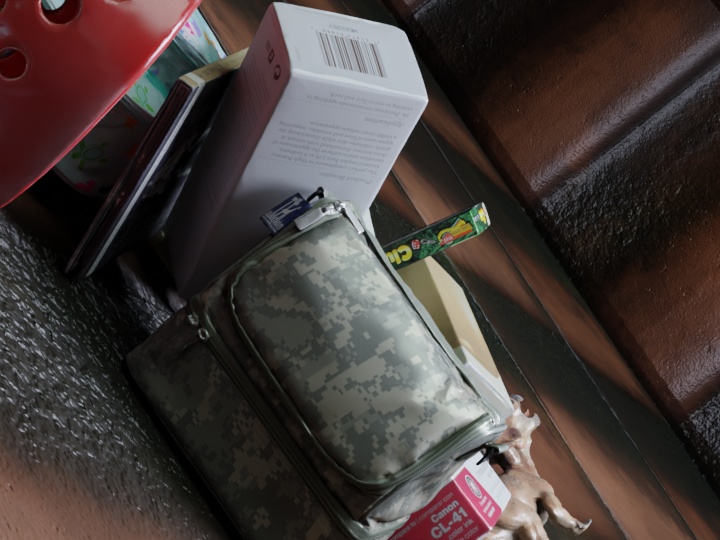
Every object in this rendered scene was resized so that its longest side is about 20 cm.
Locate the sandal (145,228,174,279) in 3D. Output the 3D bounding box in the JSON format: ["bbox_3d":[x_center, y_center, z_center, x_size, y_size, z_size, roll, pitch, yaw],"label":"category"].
[{"bbox_3d":[-0.122,-0.042,1.471,0.080,0.054,0.200,52,15,1],"label":"sandal"}]

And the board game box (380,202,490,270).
[{"bbox_3d":[0.000,0.000,1.471,0.024,0.199,0.105,65,11,-4],"label":"board game box"}]

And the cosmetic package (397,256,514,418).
[{"bbox_3d":[0.053,0.076,1.709,0.071,0.105,0.200,46,11,-29],"label":"cosmetic package"}]

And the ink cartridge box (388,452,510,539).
[{"bbox_3d":[0.016,0.122,1.454,0.201,0.085,0.148,55,11,3],"label":"ink cartridge box"}]

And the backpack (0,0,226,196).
[{"bbox_3d":[-0.184,-0.145,1.335,0.178,0.150,0.200,52,15,-8],"label":"backpack"}]

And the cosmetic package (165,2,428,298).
[{"bbox_3d":[-0.045,-0.068,1.270,0.101,0.200,0.074,10,43,-26],"label":"cosmetic package"}]

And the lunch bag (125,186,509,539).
[{"bbox_3d":[-0.023,0.072,1.224,0.200,0.167,0.139,54,11,13],"label":"lunch bag"}]

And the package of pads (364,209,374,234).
[{"bbox_3d":[-0.041,-0.060,1.688,0.155,0.068,0.201,56,18,-52],"label":"package of pads"}]

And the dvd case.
[{"bbox_3d":[-0.116,-0.078,1.290,0.016,0.149,0.200,35,20,4],"label":"dvd case"}]

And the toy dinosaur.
[{"bbox_3d":[0.114,0.199,1.653,0.135,0.086,0.200,42,27,1],"label":"toy dinosaur"}]

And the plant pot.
[{"bbox_3d":[-0.210,-0.164,1.118,0.183,0.200,0.201,46,12,-17],"label":"plant pot"}]
